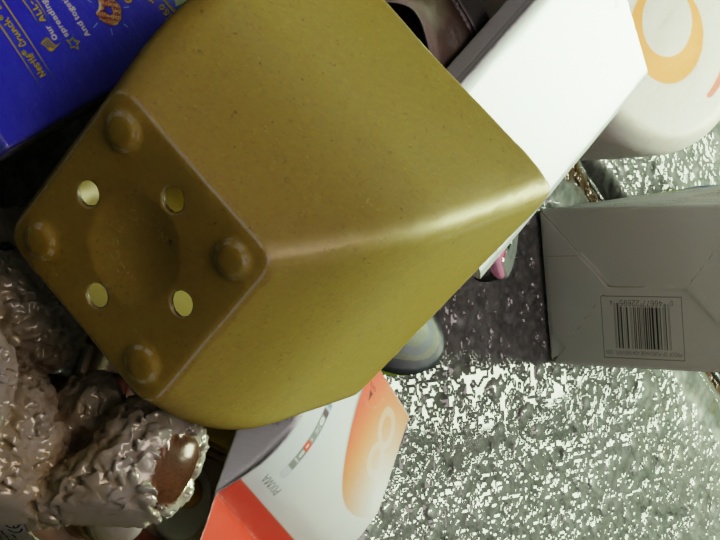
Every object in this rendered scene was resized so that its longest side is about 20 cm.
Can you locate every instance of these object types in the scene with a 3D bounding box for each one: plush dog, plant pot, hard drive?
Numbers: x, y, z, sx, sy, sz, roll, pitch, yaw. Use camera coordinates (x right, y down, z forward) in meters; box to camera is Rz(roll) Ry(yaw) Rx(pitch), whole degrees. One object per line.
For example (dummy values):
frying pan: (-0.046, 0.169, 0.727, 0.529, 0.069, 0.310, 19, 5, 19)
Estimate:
plush dog: (-0.192, 0.046, 0.940, 0.200, 0.160, 0.172, 30, 49, -37)
plant pot: (-0.061, -0.031, 0.917, 0.196, 0.194, 0.200, 48, 32, 9)
hard drive: (0.108, -0.110, 1.125, 0.200, 0.026, 0.132, -49, 137, -24)

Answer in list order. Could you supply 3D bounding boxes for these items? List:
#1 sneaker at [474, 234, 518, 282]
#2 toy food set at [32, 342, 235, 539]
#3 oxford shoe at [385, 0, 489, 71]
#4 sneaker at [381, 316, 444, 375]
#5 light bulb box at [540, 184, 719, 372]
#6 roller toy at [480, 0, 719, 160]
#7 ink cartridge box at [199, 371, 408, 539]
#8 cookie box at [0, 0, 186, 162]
sneaker: (0.032, -0.071, 1.181, 0.200, 0.095, 0.079, 57, 28, -16)
toy food set: (-0.108, 0.108, 1.055, 0.143, 0.060, 0.201, 33, 66, -39)
oxford shoe: (-0.003, -0.191, 1.078, 0.200, 0.073, 0.084, 48, 46, -6)
sneaker: (0.000, 0.000, 1.152, 0.200, 0.081, 0.074, 48, 57, -32)
light bulb box: (0.278, 0.001, 1.348, 0.200, 0.198, 0.125, -9, 97, -43)
roller toy: (0.180, -0.171, 1.297, 0.182, 0.140, 0.201, 4, 88, -34)
ink cartridge box: (-0.035, 0.141, 1.088, 0.162, 0.050, 0.201, 60, 40, -57)
cookie box: (-0.182, -0.165, 0.950, 0.200, 0.075, 0.171, -37, 96, -41)
